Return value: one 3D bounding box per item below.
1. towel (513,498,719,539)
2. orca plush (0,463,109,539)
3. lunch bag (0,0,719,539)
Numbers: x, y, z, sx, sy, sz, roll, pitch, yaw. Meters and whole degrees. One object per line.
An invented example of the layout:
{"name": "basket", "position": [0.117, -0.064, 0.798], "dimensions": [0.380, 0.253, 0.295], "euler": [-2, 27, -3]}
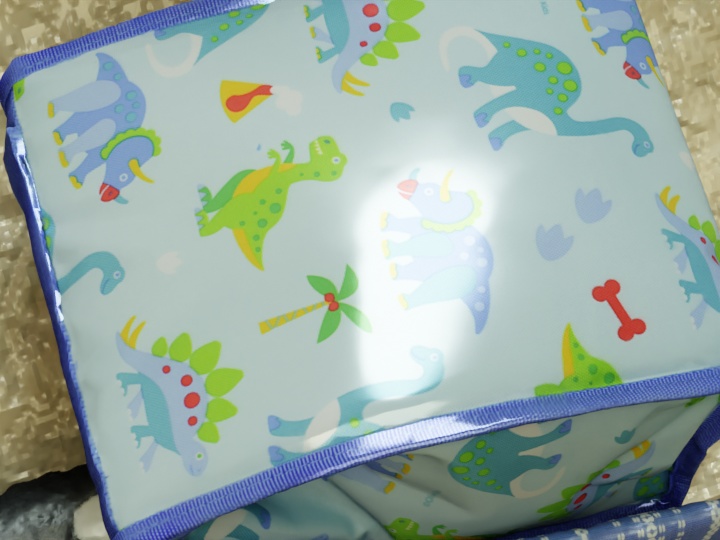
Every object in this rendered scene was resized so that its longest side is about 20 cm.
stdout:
{"name": "towel", "position": [0.039, 0.107, 0.810], "dimensions": [0.198, 0.145, 0.024], "euler": [-11, 69, -14]}
{"name": "orca plush", "position": [-0.083, 0.085, 0.833], "dimensions": [0.198, 0.071, 0.106], "euler": [-16, 141, -4]}
{"name": "lunch bag", "position": [0.000, 0.000, 0.773], "dimensions": [0.198, 0.128, 0.171], "euler": [-8, 62, -20]}
